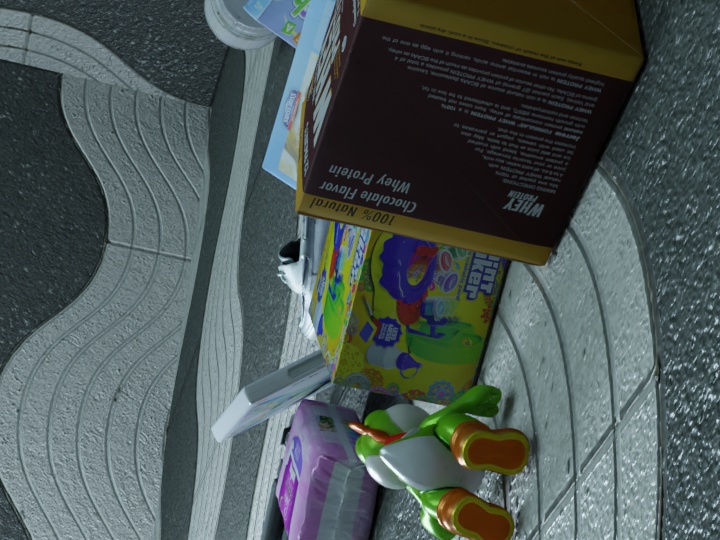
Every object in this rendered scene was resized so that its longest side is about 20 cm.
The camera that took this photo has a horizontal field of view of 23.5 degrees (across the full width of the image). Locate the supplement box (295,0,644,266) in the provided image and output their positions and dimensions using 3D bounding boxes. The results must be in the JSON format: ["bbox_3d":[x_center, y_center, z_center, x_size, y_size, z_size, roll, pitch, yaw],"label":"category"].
[{"bbox_3d":[0.071,-0.136,1.248,0.134,0.195,0.201,-89,15,-47],"label":"supplement box"}]

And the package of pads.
[{"bbox_3d":[-0.034,0.217,1.749,0.200,0.075,0.122,-125,49,-76],"label":"package of pads"}]

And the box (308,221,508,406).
[{"bbox_3d":[0.044,-0.017,1.470,0.193,0.121,0.202,-117,40,-72],"label":"box"}]

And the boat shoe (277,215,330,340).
[{"bbox_3d":[-0.055,-0.016,1.893,0.070,0.071,0.203,-90,10,-58],"label":"boat shoe"}]

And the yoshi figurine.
[{"bbox_3d":[0.069,0.148,1.313,0.113,0.112,0.200,64,162,-16],"label":"yoshi figurine"}]

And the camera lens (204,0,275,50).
[{"bbox_3d":[-0.200,-0.497,3.178,0.200,0.158,0.162,167,114,-78],"label":"camera lens"}]

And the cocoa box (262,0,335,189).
[{"bbox_3d":[0.015,-0.163,1.621,0.131,0.133,0.202,-25,-40,-51],"label":"cocoa box"}]

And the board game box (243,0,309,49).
[{"bbox_3d":[-0.015,-0.325,1.873,0.200,0.151,0.037,-51,51,9],"label":"board game box"}]

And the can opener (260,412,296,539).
[{"bbox_3d":[-0.073,0.260,2.021,0.067,0.053,0.202,-6,-70,-67],"label":"can opener"}]

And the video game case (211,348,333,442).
[{"bbox_3d":[-0.056,0.110,1.767,0.022,0.181,0.200,61,160,8],"label":"video game case"}]
